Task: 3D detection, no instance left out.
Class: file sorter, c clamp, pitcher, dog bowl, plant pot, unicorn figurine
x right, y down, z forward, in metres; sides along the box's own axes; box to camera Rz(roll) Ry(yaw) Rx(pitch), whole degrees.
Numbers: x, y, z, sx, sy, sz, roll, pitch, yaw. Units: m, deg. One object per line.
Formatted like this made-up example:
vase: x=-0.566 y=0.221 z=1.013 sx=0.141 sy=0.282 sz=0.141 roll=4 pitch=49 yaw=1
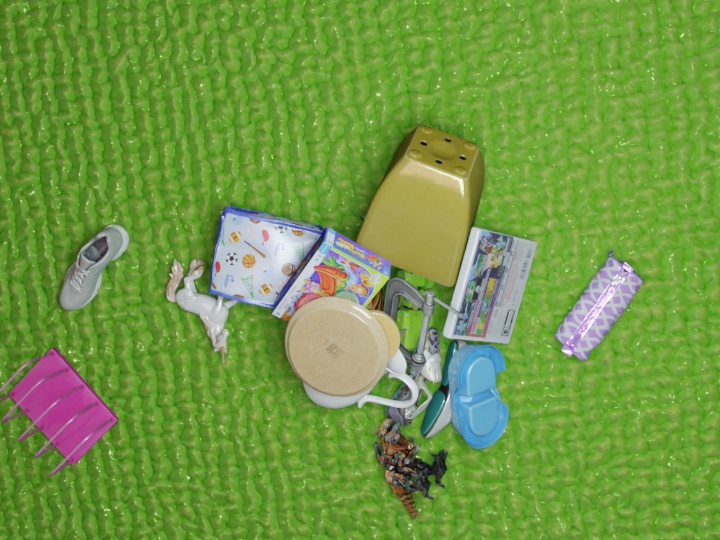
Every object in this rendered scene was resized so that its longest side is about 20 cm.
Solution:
file sorter: x=-0.617 y=0.284 z=1.769 sx=0.139 sy=0.125 sz=0.200 roll=-43 pitch=89 yaw=9
c clamp: x=0.097 y=0.100 z=1.610 sx=0.171 sy=0.027 sz=0.202 roll=42 pitch=140 yaw=28
pitcher: x=0.001 y=0.204 z=1.669 sx=0.199 sy=0.121 sz=0.173 roll=-29 pitch=92 yaw=31
dog bowl: x=0.217 y=0.231 z=1.664 sx=0.110 sy=0.049 sz=0.203 roll=-16 pitch=108 yaw=-28
plant pot: x=0.120 y=-0.133 z=1.563 sx=0.192 sy=0.197 sz=0.202 roll=20 pitch=133 yaw=5
unicorn figurine: x=-0.298 y=0.069 z=1.744 sx=0.198 sy=0.074 sz=0.139 roll=30 pitch=99 yaw=20

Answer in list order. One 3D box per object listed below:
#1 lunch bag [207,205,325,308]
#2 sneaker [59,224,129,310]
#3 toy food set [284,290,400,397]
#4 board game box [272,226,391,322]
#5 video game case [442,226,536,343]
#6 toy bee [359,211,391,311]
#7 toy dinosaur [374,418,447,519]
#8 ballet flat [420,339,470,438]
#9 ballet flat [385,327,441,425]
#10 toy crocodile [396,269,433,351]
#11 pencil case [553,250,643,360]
lunch bag: x=-0.179 y=-0.022 z=1.678 sx=0.197 sy=0.124 sz=0.173 roll=10 pitch=96 yaw=-13
sneaker: x=-0.543 y=-0.006 z=1.751 sx=0.075 sy=0.092 sz=0.201 roll=35 pitch=98 yaw=3
toy food set: x=-0.042 y=0.130 z=1.571 sx=0.196 sy=0.049 sz=0.201 roll=31 pitch=115 yaw=-1
board game box: x=-0.053 y=0.032 z=1.578 sx=0.133 sy=0.045 sz=0.201 roll=27 pitch=127 yaw=-14
video game case: x=0.239 y=0.031 z=1.626 sx=0.023 sy=0.181 sz=0.203 roll=22 pitch=100 yaw=45
toy bee: x=0.000 y=0.000 z=1.672 sx=0.130 sy=0.108 sz=0.203 roll=-23 pitch=88 yaw=27
toy dinosaur: x=0.092 y=0.382 z=1.712 sx=0.134 sy=0.103 sz=0.202 roll=2 pitch=133 yaw=35
ballet flat: x=0.177 y=0.234 z=1.699 sx=0.068 sy=0.069 sz=0.203 roll=19 pitch=96 yaw=5
ballet flat: x=0.118 y=0.209 z=1.694 sx=0.071 sy=0.072 sz=0.203 roll=26 pitch=102 yaw=4
toy crocodile: x=0.097 y=0.055 z=1.692 sx=0.067 sy=0.062 sz=0.204 roll=-4 pitch=102 yaw=-28
pencil case: x=0.440 y=0.070 z=1.636 sx=0.083 sy=0.085 sz=0.202 roll=33 pitch=99 yaw=5
